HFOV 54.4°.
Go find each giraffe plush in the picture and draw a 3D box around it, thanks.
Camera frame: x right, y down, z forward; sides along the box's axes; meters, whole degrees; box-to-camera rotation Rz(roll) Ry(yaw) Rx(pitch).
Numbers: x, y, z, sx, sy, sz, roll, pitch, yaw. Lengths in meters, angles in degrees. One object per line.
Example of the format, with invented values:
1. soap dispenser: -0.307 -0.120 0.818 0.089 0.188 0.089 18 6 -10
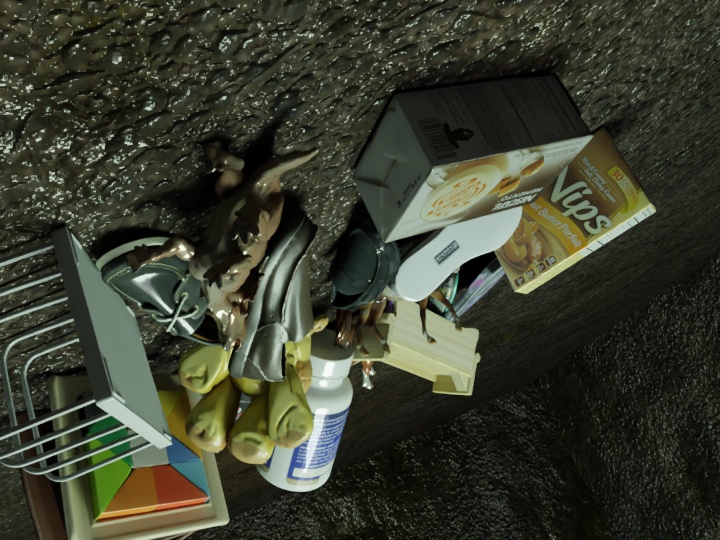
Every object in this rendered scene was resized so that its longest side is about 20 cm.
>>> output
1. giraffe plush: -0.112 0.111 0.846 0.167 0.206 0.162 9 -177 11

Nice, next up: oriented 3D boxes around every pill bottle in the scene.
1. pill bottle: -0.075 0.190 0.982 0.118 0.119 0.205 -6 120 -46

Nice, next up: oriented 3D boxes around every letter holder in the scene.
1. letter holder: -0.295 0.232 0.801 0.100 0.204 0.141 -34 159 25

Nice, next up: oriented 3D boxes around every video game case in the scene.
1. video game case: 0.212 0.012 1.148 0.142 0.019 0.201 -36 167 -30

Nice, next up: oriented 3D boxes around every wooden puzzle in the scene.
1. wooden puzzle: -0.239 0.199 0.778 0.037 0.189 0.197 -38 149 31

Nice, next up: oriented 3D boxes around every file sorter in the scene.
1. file sorter: -0.254 0.087 0.589 0.122 0.142 0.201 -20 160 -10

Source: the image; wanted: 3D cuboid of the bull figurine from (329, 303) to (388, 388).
1. bull figurine: -0.018 0.126 1.077 0.194 0.065 0.125 -14 114 -14

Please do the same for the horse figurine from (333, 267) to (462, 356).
1. horse figurine: 0.048 0.039 0.928 0.194 0.136 0.050 -15 159 4

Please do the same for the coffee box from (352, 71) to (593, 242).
1. coffee box: 0.105 -0.108 0.661 0.196 0.081 0.115 -15 158 -31

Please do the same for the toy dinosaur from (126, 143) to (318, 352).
1. toy dinosaur: -0.099 -0.032 0.588 0.202 0.085 0.135 -55 165 13

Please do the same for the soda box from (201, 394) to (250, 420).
1. soda box: -0.179 0.172 1.003 0.062 0.072 0.199 -29 161 12

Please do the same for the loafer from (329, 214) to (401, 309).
1. loafer: 0.000 0.000 0.811 0.069 0.069 0.201 -30 166 -17

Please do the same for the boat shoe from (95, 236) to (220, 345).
1. boat shoe: -0.169 0.024 0.653 0.071 0.069 0.200 -28 159 5

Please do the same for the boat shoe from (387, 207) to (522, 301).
1. boat shoe: 0.116 -0.036 0.892 0.199 0.072 0.068 -40 -164 -7

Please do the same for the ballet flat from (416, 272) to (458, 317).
1. ballet flat: 0.107 0.043 1.078 0.070 0.073 0.201 -24 161 -8

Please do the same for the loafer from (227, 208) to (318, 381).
1. loafer: -0.075 0.031 0.704 0.070 0.074 0.203 20 123 -5

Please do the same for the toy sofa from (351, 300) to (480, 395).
1. toy sofa: 0.083 0.110 1.031 0.197 0.100 0.082 25 159 -35

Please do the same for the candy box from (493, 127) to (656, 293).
1. candy box: 0.262 -0.073 0.908 0.198 0.118 0.055 -36 160 24
